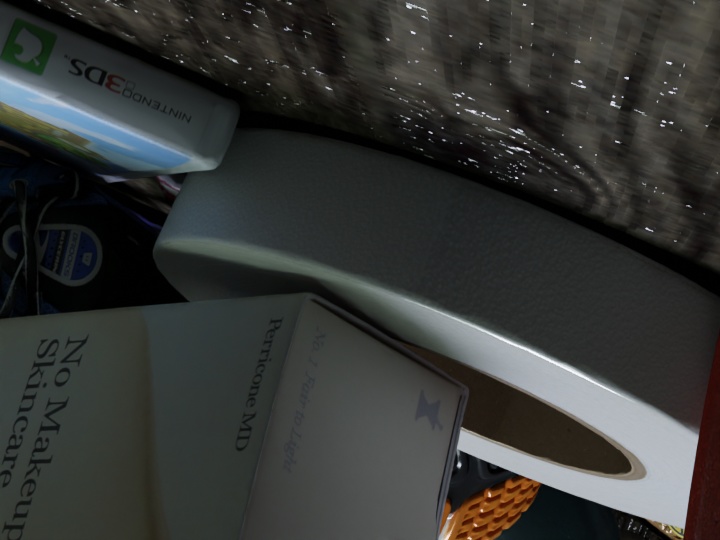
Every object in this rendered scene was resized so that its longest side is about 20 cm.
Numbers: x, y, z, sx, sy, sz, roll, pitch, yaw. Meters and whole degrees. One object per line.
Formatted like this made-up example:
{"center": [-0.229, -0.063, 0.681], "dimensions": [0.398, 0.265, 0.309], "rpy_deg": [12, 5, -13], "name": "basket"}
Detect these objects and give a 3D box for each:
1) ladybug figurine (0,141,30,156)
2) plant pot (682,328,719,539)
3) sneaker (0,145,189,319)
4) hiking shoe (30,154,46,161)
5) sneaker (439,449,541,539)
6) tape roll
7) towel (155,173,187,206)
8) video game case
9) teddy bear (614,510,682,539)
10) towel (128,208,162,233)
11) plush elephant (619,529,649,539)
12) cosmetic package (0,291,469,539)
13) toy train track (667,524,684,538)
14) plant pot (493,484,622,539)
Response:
{"center": [-0.170, 0.005, 0.856], "dimensions": [0.072, 0.136, 0.200], "rpy_deg": [12, 141, 24], "name": "ladybug figurine"}
{"center": [0.182, 0.131, 0.539], "dimensions": [0.199, 0.177, 0.200], "rpy_deg": [25, 175, -33], "name": "plant pot"}
{"center": [-0.125, -0.016, 0.732], "dimensions": [0.089, 0.079, 0.200], "rpy_deg": [6, 174, 36], "name": "sneaker"}
{"center": [-0.166, -0.008, 0.997], "dimensions": [0.075, 0.087, 0.200], "rpy_deg": [59, -172, 29], "name": "hiking shoe"}
{"center": [-0.015, 0.049, 0.804], "dimensions": [0.199, 0.076, 0.092], "rpy_deg": [-4, -141, -38], "name": "sneaker"}
{"center": [0.038, 0.022, 0.665], "dimensions": [0.202, 0.037, 0.203], "rpy_deg": [23, 168, 5], "name": "tape roll"}
{"center": [0.000, 0.000, 0.839], "dimensions": [0.144, 0.023, 0.200], "rpy_deg": [23, 174, 3], "name": "towel"}
{"center": [-0.138, -0.069, 0.669], "dimensions": [0.181, 0.022, 0.200], "rpy_deg": [23, 175, -14], "name": "video game case"}
{"center": [0.163, 0.101, 1.070], "dimensions": [0.145, 0.067, 0.200], "rpy_deg": [35, 177, -27], "name": "teddy bear"}
{"center": [-0.109, -0.015, 1.162], "dimensions": [0.199, 0.023, 0.144], "rpy_deg": [25, 175, -24], "name": "towel"}
{"center": [0.091, 0.178, 1.075], "dimensions": [0.164, 0.200, 0.155], "rpy_deg": [37, 155, 3], "name": "plush elephant"}
{"center": [-0.075, 0.070, 0.660], "dimensions": [0.199, 0.104, 0.073], "rpy_deg": [-7, 151, 42], "name": "cosmetic package"}
{"center": [0.109, 0.088, 0.769], "dimensions": [0.033, 0.115, 0.200], "rpy_deg": [57, 140, 6], "name": "toy train track"}
{"center": [-0.030, 0.146, 0.904], "dimensions": [0.195, 0.201, 0.200], "rpy_deg": [10, -179, -26], "name": "plant pot"}
